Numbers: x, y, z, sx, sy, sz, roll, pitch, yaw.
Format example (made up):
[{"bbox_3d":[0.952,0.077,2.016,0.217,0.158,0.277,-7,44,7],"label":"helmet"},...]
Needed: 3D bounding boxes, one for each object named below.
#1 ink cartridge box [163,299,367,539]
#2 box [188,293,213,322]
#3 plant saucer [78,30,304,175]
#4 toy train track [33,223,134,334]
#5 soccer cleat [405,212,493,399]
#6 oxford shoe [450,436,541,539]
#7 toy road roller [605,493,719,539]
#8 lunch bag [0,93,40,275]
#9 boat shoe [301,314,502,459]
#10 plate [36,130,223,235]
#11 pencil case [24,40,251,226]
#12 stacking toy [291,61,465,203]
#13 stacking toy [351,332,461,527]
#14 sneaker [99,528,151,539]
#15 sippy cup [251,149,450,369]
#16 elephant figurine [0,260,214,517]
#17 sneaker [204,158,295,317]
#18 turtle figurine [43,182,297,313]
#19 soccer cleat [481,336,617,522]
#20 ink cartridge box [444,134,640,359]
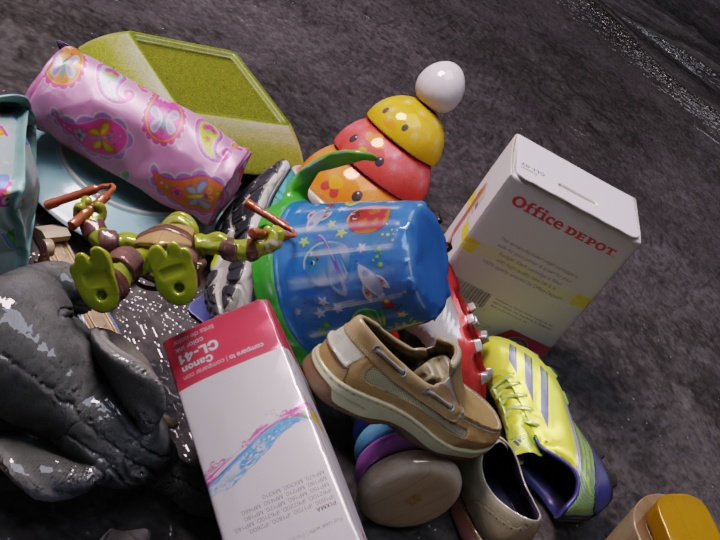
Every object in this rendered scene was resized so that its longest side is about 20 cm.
[{"bbox_3d":[-0.055,0.144,0.652,0.085,0.148,0.200,-20,54,-4],"label":"ink cartridge box"},{"bbox_3d":[-0.059,0.017,0.896,0.121,0.032,0.200,37,38,5],"label":"box"},{"bbox_3d":[-0.167,-0.183,0.997,0.200,0.048,0.200,-1,44,-44],"label":"plant saucer"},{"bbox_3d":[-0.213,0.029,0.767,0.114,0.033,0.200,-11,54,-42],"label":"toy train track"},{"bbox_3d":[0.064,0.039,0.899,0.069,0.085,0.201,-20,90,-75],"label":"soccer cleat"},{"bbox_3d":[0.098,0.152,0.823,0.071,0.074,0.200,-4,50,-37],"label":"oxford shoe"},{"bbox_3d":[0.214,0.279,0.733,0.145,0.123,0.200,6,45,-15],"label":"toy road roller"},{"bbox_3d":[-0.332,-0.072,0.715,0.170,0.122,0.200,-1,38,-15],"label":"lunch bag"},{"bbox_3d":[0.052,0.086,0.710,0.200,0.076,0.072,25,22,-43],"label":"boat shoe"},{"bbox_3d":[-0.218,-0.090,0.891,0.200,0.026,0.200,23,33,-16],"label":"plate"},{"bbox_3d":[-0.199,-0.120,0.847,0.200,0.088,0.088,28,37,-5],"label":"pencil case"},{"bbox_3d":[0.034,-0.129,0.964,0.146,0.200,0.146,33,14,-9],"label":"stacking toy"},{"bbox_3d":[0.025,0.114,0.813,0.085,0.085,0.200,14,37,-23],"label":"stacking toy"},{"bbox_3d":[-0.106,0.240,0.576,0.200,0.077,0.111,37,46,15],"label":"sneaker"},{"bbox_3d":[0.000,0.000,0.777,0.178,0.130,0.140,70,28,-25],"label":"sippy cup"},{"bbox_3d":[-0.182,0.090,0.633,0.200,0.142,0.155,39,32,14],"label":"elephant figurine"},{"bbox_3d":[-0.086,-0.018,0.847,0.080,0.077,0.200,35,41,-28],"label":"sneaker"},{"bbox_3d":[-0.152,-0.014,0.686,0.199,0.065,0.161,9,16,1],"label":"turtle figurine"},{"bbox_3d":[0.159,0.143,0.887,0.084,0.065,0.200,-8,53,-38],"label":"soccer cleat"},{"bbox_3d":[0.163,-0.014,0.949,0.145,0.200,0.084,27,37,-9],"label":"ink cartridge box"}]
